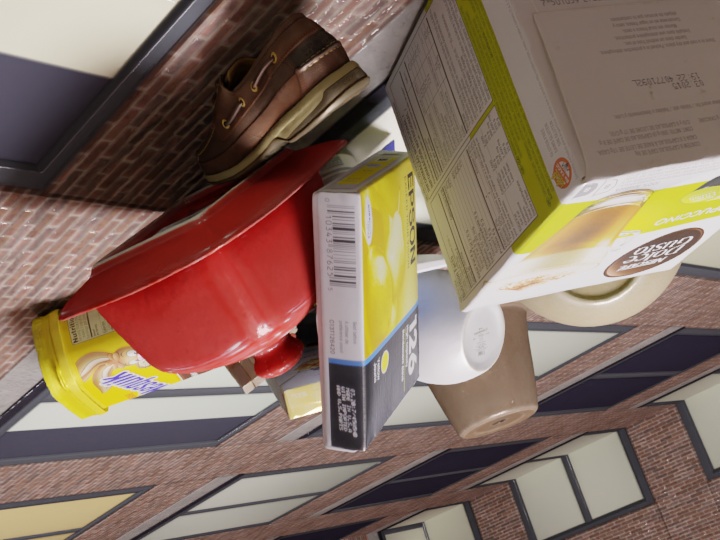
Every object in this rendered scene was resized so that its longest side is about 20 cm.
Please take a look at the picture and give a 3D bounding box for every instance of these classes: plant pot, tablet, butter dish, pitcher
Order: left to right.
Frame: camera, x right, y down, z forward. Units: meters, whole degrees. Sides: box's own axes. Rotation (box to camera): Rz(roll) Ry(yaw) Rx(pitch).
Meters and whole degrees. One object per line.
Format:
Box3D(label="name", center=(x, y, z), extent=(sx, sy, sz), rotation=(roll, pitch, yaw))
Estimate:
Box3D(label="butter dish", center=(-0.093, 0.014, 0.764), extent=(0.198, 0.150, 0.200), rotation=(-19, -164, 36))
Box3D(label="tablet", center=(0.000, 0.000, 0.998), extent=(0.128, 0.014, 0.199), rotation=(-13, -176, -22))
Box3D(label="pitcher", center=(0.074, 0.052, 1.119), extent=(0.198, 0.124, 0.170), rotation=(7, -162, 43))
Box3D(label="plant pot", center=(0.157, 0.125, 1.338), extent=(0.197, 0.177, 0.201), rotation=(-17, 160, -6))
Box3D(label="plant pot", center=(0.205, -0.035, 0.892), extent=(0.198, 0.203, 0.135), rotation=(-24, -170, 14))

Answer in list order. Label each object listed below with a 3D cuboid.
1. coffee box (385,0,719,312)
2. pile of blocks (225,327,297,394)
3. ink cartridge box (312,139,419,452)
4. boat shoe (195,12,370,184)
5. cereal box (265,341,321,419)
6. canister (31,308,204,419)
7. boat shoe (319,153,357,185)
Box3D(label="coffee box", center=(0.158, -0.113, 0.713), extent=(0.196, 0.203, 0.198), rotation=(-10, 158, -22))
Box3D(label="pile of blocks", center=(-0.066, 0.045, 0.909), extent=(0.081, 0.062, 0.201), rotation=(-21, 152, -43))
Box3D(label="ink cartridge box", center=(0.018, 0.011, 0.800), extent=(0.046, 0.202, 0.200), rotation=(4, -161, 21))
Box3D(label="boat shoe", center=(-0.068, -0.118, 0.696), extent=(0.072, 0.068, 0.199), rotation=(-41, -170, -32))
Box3D(label="cereal box", center=(-0.040, 0.124, 1.220), extent=(0.141, 0.040, 0.200), rotation=(-14, -171, -12))
Box3D(label="canister", center=(-0.209, 0.068, 1.001), extent=(0.196, 0.088, 0.149), rotation=(-19, 160, -5))
Box3D(label="boat shoe", center=(-0.002, -0.041, 0.936), extent=(0.071, 0.070, 0.200), rotation=(-19, 159, -1))
